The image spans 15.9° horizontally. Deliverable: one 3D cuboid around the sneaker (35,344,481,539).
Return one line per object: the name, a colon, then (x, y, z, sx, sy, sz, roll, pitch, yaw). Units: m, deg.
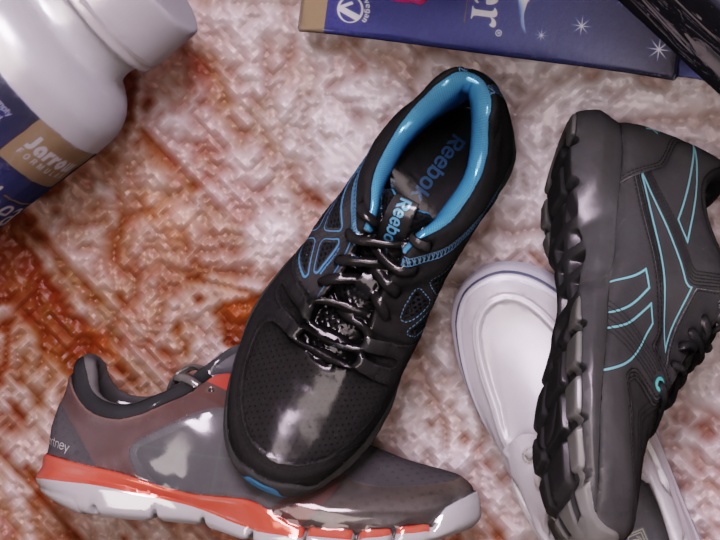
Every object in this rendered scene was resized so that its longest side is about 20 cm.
sneaker: (-0.044, 0.075, 1.129, 0.200, 0.077, 0.082, 7, 90, 7)

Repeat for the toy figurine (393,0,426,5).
toy figurine: (0.053, -0.176, 1.012, 0.200, 0.184, 0.150, -9, 75, -11)

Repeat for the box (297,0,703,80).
box: (0.079, -0.151, 1.111, 0.200, 0.032, 0.121, 8, 96, 7)

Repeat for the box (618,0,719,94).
box: (0.195, -0.099, 0.995, 0.182, 0.200, 0.104, 42, 92, -5)

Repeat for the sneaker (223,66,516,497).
sneaker: (0.000, 0.000, 1.085, 0.073, 0.082, 0.200, 26, 80, 6)

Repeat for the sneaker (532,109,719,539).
sneaker: (0.117, 0.023, 1.068, 0.079, 0.075, 0.200, 10, 62, -8)

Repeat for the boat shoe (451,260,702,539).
boat shoe: (0.102, 0.086, 1.111, 0.074, 0.065, 0.200, -33, 90, 10)

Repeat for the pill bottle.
pill bottle: (-0.172, -0.075, 1.114, 0.200, 0.111, 0.111, -37, 89, 10)
